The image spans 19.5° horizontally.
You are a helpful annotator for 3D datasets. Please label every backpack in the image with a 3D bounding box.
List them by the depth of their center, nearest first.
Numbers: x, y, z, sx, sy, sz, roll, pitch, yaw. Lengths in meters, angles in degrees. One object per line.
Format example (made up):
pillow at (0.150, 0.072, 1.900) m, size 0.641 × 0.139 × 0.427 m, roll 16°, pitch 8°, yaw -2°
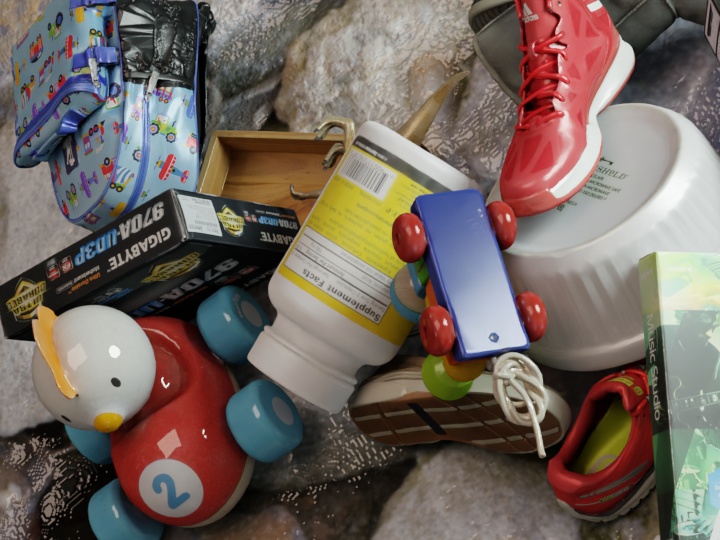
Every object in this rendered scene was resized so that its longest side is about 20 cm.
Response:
backpack at (-0.210, -0.118, 1.757) m, size 0.182 × 0.134 × 0.201 m, roll -30°, pitch 58°, yaw 52°

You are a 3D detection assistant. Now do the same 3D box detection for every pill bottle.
pill bottle at (0.000, 0.000, 1.552) m, size 0.111 × 0.111 × 0.201 m, roll 33°, pitch 93°, yaw 38°

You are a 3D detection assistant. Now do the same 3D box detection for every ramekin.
ramekin at (0.176, -0.032, 1.483) m, size 0.201 × 0.094 × 0.203 m, roll -25°, pitch 33°, yaw 17°

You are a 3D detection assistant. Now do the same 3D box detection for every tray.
tray at (-0.045, -0.061, 1.712) m, size 0.199 × 0.037 × 0.099 m, roll 4°, pitch 69°, yaw 33°

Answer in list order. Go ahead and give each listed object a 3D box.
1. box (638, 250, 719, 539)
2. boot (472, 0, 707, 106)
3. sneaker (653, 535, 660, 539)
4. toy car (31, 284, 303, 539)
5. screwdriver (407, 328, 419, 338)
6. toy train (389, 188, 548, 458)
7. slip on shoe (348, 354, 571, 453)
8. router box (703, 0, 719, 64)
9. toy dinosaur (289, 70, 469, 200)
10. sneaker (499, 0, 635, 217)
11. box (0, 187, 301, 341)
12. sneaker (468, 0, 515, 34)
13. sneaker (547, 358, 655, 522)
box at (0.260, 0.087, 1.376) m, size 0.143 × 0.036 × 0.201 m, roll 1°, pitch 75°, yaw -17°
boot at (0.210, -0.173, 1.578) m, size 0.200 × 0.182 × 0.073 m, roll -44°, pitch 6°, yaw 26°
sneaker at (0.202, 0.216, 1.376) m, size 0.075 × 0.115 × 0.201 m, roll 21°, pitch 79°, yaw 36°
toy car at (-0.183, 0.098, 1.598) m, size 0.184 × 0.200 × 0.178 m, roll -36°, pitch 53°, yaw 22°
screwdriver at (0.019, 0.053, 1.622) m, size 0.199 × 0.028 × 0.029 m, roll -19°, pitch 29°, yaw 21°
toy train at (0.073, 0.057, 1.420) m, size 0.084 × 0.116 × 0.201 m, roll -8°, pitch 65°, yaw -19°
slip on shoe at (0.077, 0.091, 1.531) m, size 0.199 × 0.076 × 0.061 m, roll -9°, pitch 41°, yaw 48°
router box at (0.361, -0.151, 1.452) m, size 0.199 × 0.052 × 0.158 m, roll -17°, pitch 57°, yaw -6°
toy dinosaur at (0.011, -0.078, 1.641) m, size 0.101 × 0.058 × 0.201 m, roll 29°, pitch 90°, yaw 22°
sneaker at (0.123, -0.136, 1.470) m, size 0.078 × 0.116 × 0.201 m, roll -14°, pitch 34°, yaw 32°
box at (-0.165, 0.002, 1.652) m, size 0.199 × 0.159 × 0.046 m, roll -27°, pitch 71°, yaw 29°
sneaker at (0.180, -0.244, 1.652) m, size 0.199 × 0.075 × 0.107 m, roll -13°, pitch 53°, yaw 19°
sneaker at (0.203, 0.087, 1.458) m, size 0.077 × 0.085 × 0.201 m, roll 33°, pitch 87°, yaw 36°
